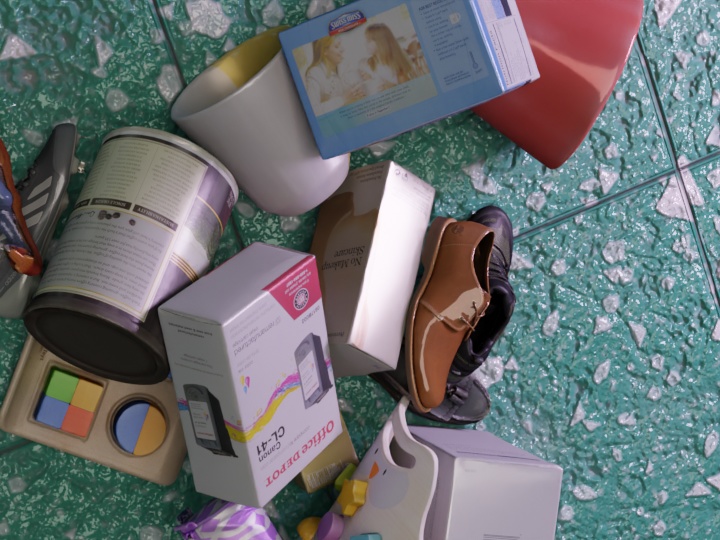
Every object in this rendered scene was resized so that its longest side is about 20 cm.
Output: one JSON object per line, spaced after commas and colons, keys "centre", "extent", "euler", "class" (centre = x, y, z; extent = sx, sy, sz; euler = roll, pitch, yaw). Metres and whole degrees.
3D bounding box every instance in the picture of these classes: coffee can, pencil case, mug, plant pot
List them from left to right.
{"centre": [-0.216, -0.014, 1.575], "extent": [0.145, 0.146, 0.202], "euler": [28, 63, -16], "class": "coffee can"}
{"centre": [-0.097, 0.304, 1.581], "extent": [0.201, 0.084, 0.085], "euler": [56, 36, -1], "class": "pencil case"}
{"centre": [-0.072, -0.150, 1.647], "extent": [0.186, 0.149, 0.154], "euler": [-38, 111, -4], "class": "mug"}
{"centre": [0.167, -0.231, 1.692], "extent": [0.176, 0.200, 0.202], "euler": [26, 87, -7], "class": "plant pot"}

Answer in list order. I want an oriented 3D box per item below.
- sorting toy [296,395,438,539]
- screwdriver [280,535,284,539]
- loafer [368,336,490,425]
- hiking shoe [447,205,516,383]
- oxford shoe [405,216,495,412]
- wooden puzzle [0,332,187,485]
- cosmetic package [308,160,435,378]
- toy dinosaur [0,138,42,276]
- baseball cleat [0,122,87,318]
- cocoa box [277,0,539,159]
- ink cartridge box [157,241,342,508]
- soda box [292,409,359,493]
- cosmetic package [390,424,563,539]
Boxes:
{"centre": [0.024, 0.225, 1.618], "extent": [0.106, 0.200, 0.181], "euler": [16, 110, -20], "class": "sorting toy"}
{"centre": [-0.061, 0.315, 1.746], "extent": [0.028, 0.029, 0.201], "euler": [-39, 100, -10], "class": "screwdriver"}
{"centre": [0.057, 0.110, 1.742], "extent": [0.199, 0.063, 0.072], "euler": [31, 85, -16], "class": "loafer"}
{"centre": [0.134, 0.020, 1.721], "extent": [0.075, 0.100, 0.202], "euler": [25, 66, -24], "class": "hiking shoe"}
{"centre": [0.091, 0.044, 1.640], "extent": [0.071, 0.071, 0.202], "euler": [6, 77, 26], "class": "oxford shoe"}
{"centre": [-0.242, 0.104, 1.657], "extent": [0.198, 0.046, 0.187], "euler": [21, 88, -20], "class": "wooden puzzle"}
{"centre": [0.000, 0.000, 1.658], "extent": [0.071, 0.105, 0.202], "euler": [29, 62, -35], "class": "cosmetic package"}
{"centre": [-0.346, -0.083, 1.551], "extent": [0.181, 0.105, 0.201], "euler": [39, 73, 1], "class": "toy dinosaur"}
{"centre": [-0.339, -0.056, 1.610], "extent": [0.105, 0.070, 0.202], "euler": [17, 88, -16], "class": "baseball cleat"}
{"centre": [0.047, -0.204, 1.571], "extent": [0.198, 0.131, 0.135], "euler": [-18, 95, 24], "class": "cocoa box"}
{"centre": [-0.099, 0.097, 1.554], "extent": [0.147, 0.085, 0.202], "euler": [-39, 128, -44], "class": "ink cartridge box"}
{"centre": [-0.067, 0.123, 1.704], "extent": [0.063, 0.068, 0.202], "euler": [-21, 100, -14], "class": "soda box"}
{"centre": [0.103, 0.276, 1.698], "extent": [0.122, 0.200, 0.202], "euler": [7, 92, -16], "class": "cosmetic package"}
